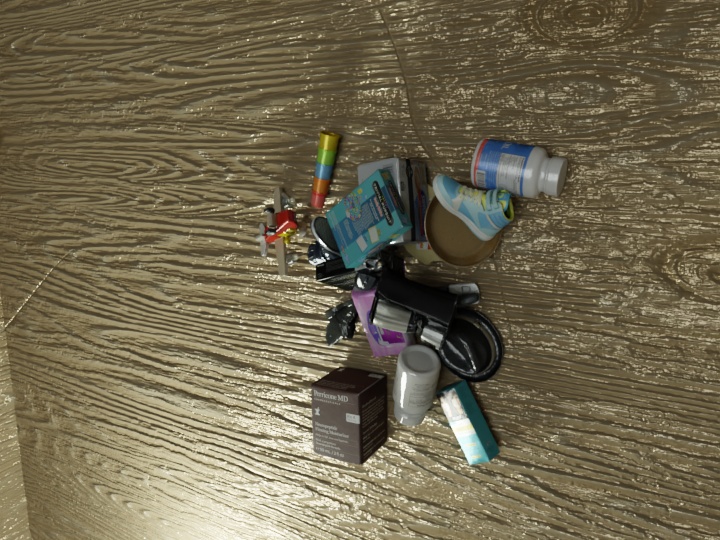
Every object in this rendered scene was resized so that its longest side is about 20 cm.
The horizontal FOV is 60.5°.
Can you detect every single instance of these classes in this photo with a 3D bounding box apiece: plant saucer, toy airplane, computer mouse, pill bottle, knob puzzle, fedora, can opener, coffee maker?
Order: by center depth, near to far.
[{"bbox_3d":[0.357,-0.227,1.391,0.196,0.112,0.115,16,108,26],"label":"pill bottle"},{"bbox_3d":[0.136,0.070,1.477,0.195,0.135,0.197,17,106,9],"label":"coffee maker"},{"bbox_3d":[0.244,-0.110,1.480,0.194,0.035,0.207,0,92,-8],"label":"plant saucer"},{"bbox_3d":[0.021,0.012,1.501,0.057,0.201,0.035,20,68,-2],"label":"computer mouse"},{"bbox_3d":[0.255,0.197,1.549,0.196,0.091,0.207,7,104,31],"label":"fedora"},{"bbox_3d":[0.207,0.067,1.568,0.195,0.067,0.055,-6,96,26],"label":"can opener"},{"bbox_3d":[0.175,-0.117,1.571,0.215,0.030,0.227,2,94,39],"label":"knob puzzle"},{"bbox_3d":[0.141,0.304,1.611,0.113,0.114,0.204,25,130,24],"label":"pill bottle"},{"bbox_3d":[-0.223,-0.112,1.773,0.200,0.137,0.205,-125,39,-55],"label":"toy airplane"}]

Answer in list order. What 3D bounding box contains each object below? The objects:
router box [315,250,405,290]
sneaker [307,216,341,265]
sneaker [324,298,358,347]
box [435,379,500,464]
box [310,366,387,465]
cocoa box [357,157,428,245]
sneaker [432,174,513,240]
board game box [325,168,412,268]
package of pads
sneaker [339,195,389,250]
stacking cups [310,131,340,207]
[{"bbox_3d":[0.000,0.000,1.632,0.196,0.148,0.053,-14,70,32],"label":"router box"},{"bbox_3d":[-0.109,-0.073,1.673,0.143,0.202,0.079,-3,62,35],"label":"sneaker"},{"bbox_3d":[-0.034,0.142,1.740,0.197,0.059,0.107,-25,85,38],"label":"sneaker"},{"bbox_3d":[0.275,0.391,1.589,0.082,0.048,0.204,-33,82,52],"label":"box"},{"bbox_3d":[-0.030,0.400,1.724,0.162,0.163,0.206,4,102,30],"label":"box"},{"bbox_3d":[0.085,-0.166,1.539,0.131,0.130,0.206,-5,89,39],"label":"cocoa box"},{"bbox_3d":[0.265,-0.167,1.392,0.199,0.080,0.130,38,144,-13],"label":"sneaker"},{"bbox_3d":[0.017,-0.121,1.483,0.198,0.046,0.154,-34,71,36],"label":"board game box"},{"bbox_3d":[0.063,0.123,1.635,0.118,0.076,0.204,-11,110,28],"label":"package of pads"},{"bbox_3d":[0.006,-0.130,1.651,0.199,0.080,0.090,38,107,20],"label":"sneaker"},{"bbox_3d":[-0.105,-0.275,1.695,0.059,0.060,0.205,24,111,25],"label":"stacking cups"}]
